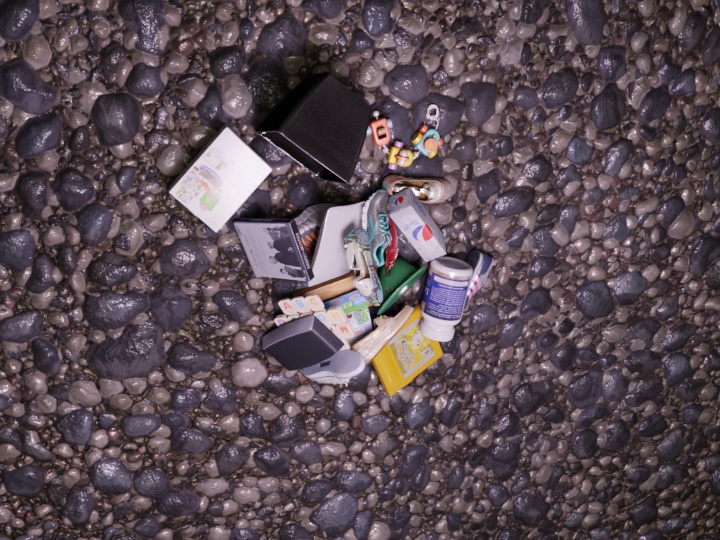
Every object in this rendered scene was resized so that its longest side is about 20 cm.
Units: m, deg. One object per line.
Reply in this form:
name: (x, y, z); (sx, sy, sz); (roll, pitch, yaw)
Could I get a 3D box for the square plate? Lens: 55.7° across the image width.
square plate: (-0.056, -0.073, 1.662); (0.199, 0.028, 0.201); (-20, 131, -58)

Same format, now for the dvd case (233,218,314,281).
dvd case: (-0.205, -0.050, 1.608); (0.025, 0.198, 0.152); (-39, 122, -39)

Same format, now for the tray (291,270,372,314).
tray: (-0.070, 0.074, 1.772); (0.197, 0.037, 0.100); (-19, 114, -8)

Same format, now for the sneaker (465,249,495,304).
sneaker: (0.305, 0.047, 1.859); (0.081, 0.070, 0.202); (16, 110, -28)

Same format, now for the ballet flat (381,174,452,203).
ballet flat: (0.151, -0.199, 1.719); (0.196, 0.067, 0.069); (1, 109, -17)

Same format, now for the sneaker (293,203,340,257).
sneaker: (-0.124, -0.086, 1.682); (0.198, 0.078, 0.113); (-25, 139, -22)

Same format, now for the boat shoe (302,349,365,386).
boat shoe: (-0.053, 0.264, 1.762); (0.200, 0.076, 0.086); (-16, 136, 36)

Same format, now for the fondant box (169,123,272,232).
fondant box: (-0.323, -0.213, 1.575); (0.200, 0.058, 0.144); (-47, 116, 3)

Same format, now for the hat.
hat: (0.060, -0.017, 1.771); (0.200, 0.166, 0.176); (-42, 82, -12)

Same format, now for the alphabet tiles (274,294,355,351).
alphabet tiles: (-0.116, 0.141, 1.709); (0.197, 0.015, 0.197); (-9, 127, 27)

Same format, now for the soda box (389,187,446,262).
soda box: (0.145, -0.111, 1.713); (0.063, 0.069, 0.200); (-21, 134, 23)

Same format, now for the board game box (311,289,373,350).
board game box: (-0.043, 0.155, 1.784); (0.149, 0.037, 0.202); (-21, 131, -9)

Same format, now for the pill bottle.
pill bottle: (0.220, 0.075, 1.793); (0.114, 0.116, 0.204); (5, 109, -18)

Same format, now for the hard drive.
hard drive: (-0.151, 0.190, 1.728); (0.198, 0.043, 0.135); (-24, 122, 36)

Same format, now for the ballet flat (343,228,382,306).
ballet flat: (0.000, 0.000, 1.673); (0.073, 0.074, 0.203); (-18, 100, -9)

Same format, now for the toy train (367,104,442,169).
toy train: (0.114, -0.327, 1.666); (0.197, 0.056, 0.153); (-16, 114, -10)

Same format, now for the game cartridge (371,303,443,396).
game cartridge: (0.122, 0.218, 1.859); (0.199, 0.032, 0.178); (-36, 118, -21)

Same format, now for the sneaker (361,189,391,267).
sneaker: (0.047, -0.099, 1.697); (0.077, 0.090, 0.203); (-15, 125, -50)

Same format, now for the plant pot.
plant pot: (-0.090, -0.329, 1.535); (0.198, 0.200, 0.179); (33, 88, -25)

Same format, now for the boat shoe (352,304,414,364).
boat shoe: (0.059, 0.150, 1.766); (0.069, 0.074, 0.200); (42, 68, 7)
